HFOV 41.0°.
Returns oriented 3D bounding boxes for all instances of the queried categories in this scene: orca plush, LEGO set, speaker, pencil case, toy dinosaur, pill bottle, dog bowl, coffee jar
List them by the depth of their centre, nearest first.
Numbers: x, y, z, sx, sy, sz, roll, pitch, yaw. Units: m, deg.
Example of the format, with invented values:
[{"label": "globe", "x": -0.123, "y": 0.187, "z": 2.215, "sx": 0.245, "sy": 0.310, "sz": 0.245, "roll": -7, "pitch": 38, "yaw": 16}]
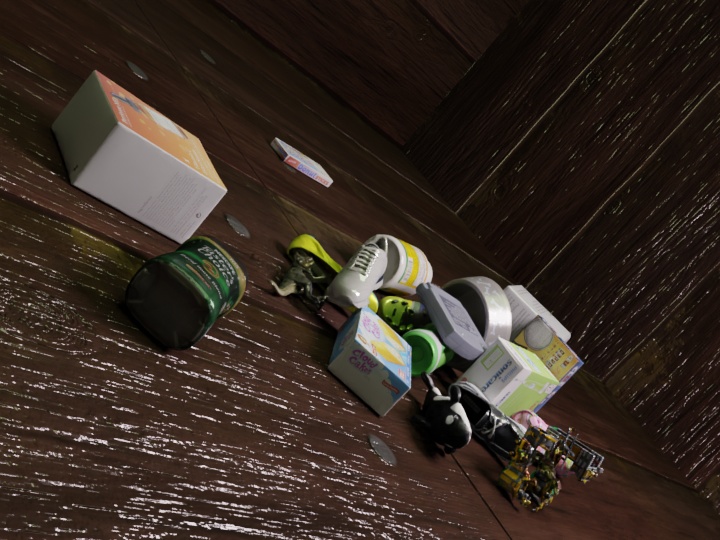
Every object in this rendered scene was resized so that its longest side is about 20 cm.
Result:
[{"label": "coffee jar", "x": -0.201, "y": 0.020, "z": 1.158, "sx": 0.104, "sy": 0.085, "sz": 0.200, "roll": 43, "pitch": 12, "yaw": -3}, {"label": "orca plush", "x": 0.115, "y": 0.223, "z": 1.542, "sx": 0.069, "sy": 0.107, "sz": 0.201, "roll": 6, "pitch": 28, "yaw": -13}, {"label": "toy dinosaur", "x": -0.095, "y": 0.028, "z": 1.569, "sx": 0.088, "sy": 0.048, "sz": 0.200, "roll": 37, "pitch": 15, "yaw": 1}, {"label": "LEGO set", "x": 0.334, "y": 0.346, "z": 1.641, "sx": 0.115, "sy": 0.155, "sz": 0.200, "roll": 30, "pitch": -4, "yaw": 34}, {"label": "speaker", "x": 0.122, "y": 0.144, "z": 1.775, "sx": 0.089, "sy": 0.089, "sz": 0.200, "roll": 45, "pitch": 12, "yaw": 11}, {"label": "pencil case", "x": 0.371, "y": 0.345, "z": 1.918, "sx": 0.199, "sy": 0.088, "sz": 0.088, "roll": 33, "pitch": 16, "yaw": -39}, {"label": "dog bowl", "x": 0.214, "y": 0.109, "z": 1.954, "sx": 0.058, "sy": 0.202, "sz": 0.201, "roll": 10, "pitch": 32, "yaw": -40}, {"label": "pill bottle", "x": 0.081, "y": -0.006, "z": 2.069, "sx": 0.113, "sy": 0.113, "sz": 0.199, "roll": 49, "pitch": 14, "yaw": 25}]

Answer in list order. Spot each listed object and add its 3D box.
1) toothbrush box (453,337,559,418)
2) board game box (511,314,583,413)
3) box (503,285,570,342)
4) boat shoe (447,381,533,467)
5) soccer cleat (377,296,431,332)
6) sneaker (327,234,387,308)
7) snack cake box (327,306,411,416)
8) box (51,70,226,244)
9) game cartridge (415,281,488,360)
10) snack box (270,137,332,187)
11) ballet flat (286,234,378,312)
[{"label": "toothbrush box", "x": 0.282, "y": 0.226, "z": 1.879, "sx": 0.086, "sy": 0.146, "sz": 0.199, "roll": 50, "pitch": 15, "yaw": 30}, {"label": "board game box", "x": 0.347, "y": 0.213, "z": 1.997, "sx": 0.136, "sy": 0.200, "sz": 0.034, "roll": 51, "pitch": 16, "yaw": 32}, {"label": "box", "x": 0.339, "y": 0.161, "z": 2.146, "sx": 0.171, "sy": 0.201, "sz": 0.199, "roll": 44, "pitch": 12, "yaw": 13}, {"label": "boat shoe", "x": 0.234, "y": 0.276, "z": 1.739, "sx": 0.200, "sy": 0.072, "sz": 0.068, "roll": 47, "pitch": 11, "yaw": 25}, {"label": "soccer cleat", "x": 0.077, "y": 0.086, "z": 1.922, "sx": 0.082, "sy": 0.066, "sz": 0.199, "roll": 16, "pitch": 0, "yaw": 32}, {"label": "sneaker", "x": 0.000, "y": 0.000, "z": 1.618, "sx": 0.075, "sy": 0.082, "sz": 0.200, "roll": 23, "pitch": 23, "yaw": 5}, {"label": "snack cake box", "x": 0.018, "y": 0.136, "z": 1.517, "sx": 0.115, "sy": 0.067, "sz": 0.200, "roll": 43, "pitch": 12, "yaw": -7}, {"label": "box", "x": -0.307, "y": -0.155, "z": 1.339, "sx": 0.199, "sy": 0.107, "sz": 0.153, "roll": 32, "pitch": 17, "yaw": -44}, {"label": "game cartridge", "x": 0.176, "y": 0.101, "z": 1.803, "sx": 0.134, "sy": 0.041, "sz": 0.199, "roll": 57, "pitch": 13, "yaw": 26}, {"label": "snack box", "x": -0.145, "y": -0.268, "z": 2.404, "sx": 0.072, "sy": 0.024, "sz": 0.199, "roll": 53, "pitch": 15, "yaw": 32}, {"label": "ballet flat", "x": -0.056, "y": 0.017, "z": 1.707, "sx": 0.200, "sy": 0.067, "sz": 0.067, "roll": 44, "pitch": 34, "yaw": 12}]
